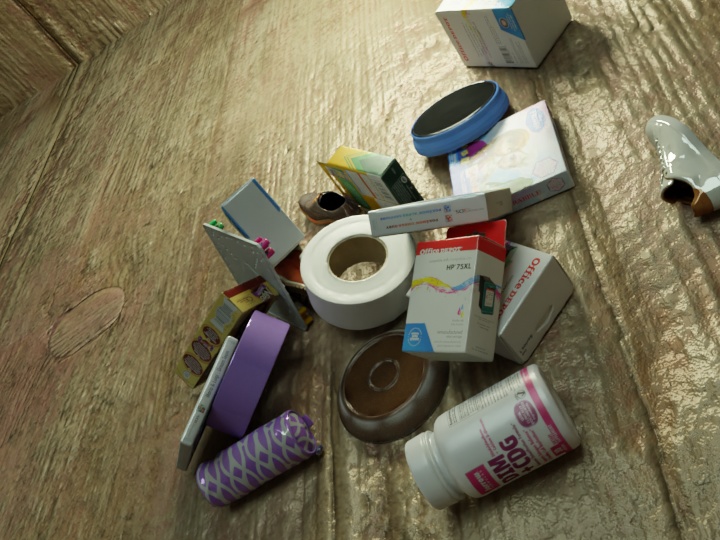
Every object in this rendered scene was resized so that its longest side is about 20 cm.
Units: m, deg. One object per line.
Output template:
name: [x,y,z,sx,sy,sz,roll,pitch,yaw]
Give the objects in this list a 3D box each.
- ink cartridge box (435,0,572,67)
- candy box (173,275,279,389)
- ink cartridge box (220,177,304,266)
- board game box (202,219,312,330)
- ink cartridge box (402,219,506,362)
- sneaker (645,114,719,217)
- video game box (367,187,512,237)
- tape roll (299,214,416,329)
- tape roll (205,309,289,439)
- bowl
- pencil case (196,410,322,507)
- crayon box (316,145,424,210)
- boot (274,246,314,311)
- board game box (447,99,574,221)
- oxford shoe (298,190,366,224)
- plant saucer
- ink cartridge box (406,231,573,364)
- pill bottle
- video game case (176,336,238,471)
ink cartridge box: [0.284,-0.511,1.494,0.199,0.147,0.145,19,67,47]
candy box: [-0.236,0.109,1.316,0.201,0.056,0.117,-55,-13,27]
ink cartridge box: [-0.186,-0.087,1.428,0.084,0.145,0.200,-43,5,-6]
board game box: [-0.188,0.004,1.370,0.026,0.201,0.199,-42,36,-23]
ink cartridge box: [0.132,0.021,1.038,0.116,0.067,0.202,-6,71,46]
sneaker: [0.452,-0.153,1.078,0.084,0.073,0.201,-31,41,9]
video game box: [0.130,-0.092,1.161,0.181,0.047,0.200,-10,5,23]
tape roll: [0.000,0.000,1.265,0.200,0.071,0.204,-7,49,8]
tape roll: [-0.183,0.169,1.224,0.200,0.065,0.202,-157,90,-87]
bowl: [0.184,-0.293,1.423,0.199,0.040,0.201,-28,26,15]
pencil case: [-0.162,0.292,1.171,0.199,0.084,0.086,-31,13,12]
crayon box: [0.020,-0.167,1.411,0.199,0.126,0.052,22,69,48]
boot: [-0.093,0.010,1.386,0.107,0.075,0.199,-49,38,-17]
board game box: [0.252,-0.183,1.298,0.198,0.041,0.201,-24,42,21]
oxford shoe: [-0.067,-0.136,1.496,0.199,0.073,0.072,18,67,48]
plant saucer: [0.042,0.168,1.157,0.199,0.032,0.201,-22,43,21]
ink cartridge box: [0.190,0.030,1.116,0.199,0.084,0.145,23,73,48]
pill bottle: [0.163,0.214,0.945,0.199,0.113,0.114,-32,39,13]
video game case: [-0.253,0.222,1.227,0.200,0.024,0.183,121,171,-61]
